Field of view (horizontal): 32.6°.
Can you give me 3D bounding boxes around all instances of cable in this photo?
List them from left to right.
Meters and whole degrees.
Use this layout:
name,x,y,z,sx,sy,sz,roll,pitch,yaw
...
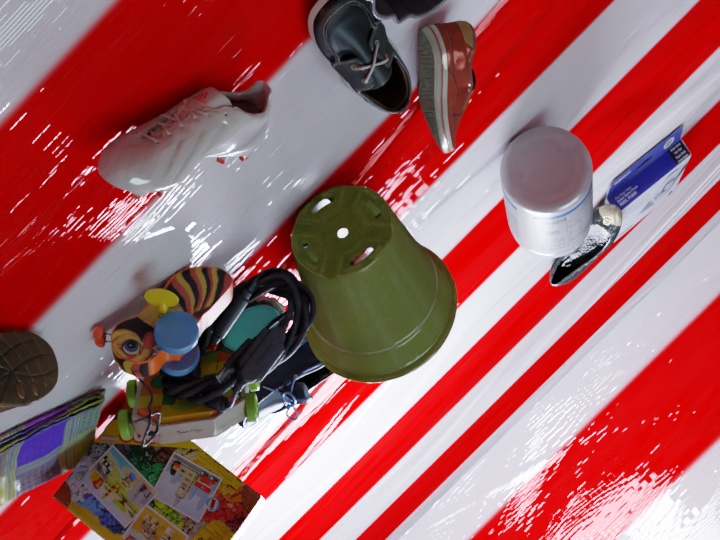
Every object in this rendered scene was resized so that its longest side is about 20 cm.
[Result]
name,x,y,z,sx,sy,sz,roll,pitch,yaw
cable,-0.135,0.075,1.370,0.051,0.162,0.201,54,53,-29

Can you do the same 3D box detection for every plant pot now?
name,x,y,z,sx,sy,sz,roll,pitch,yaw
plant pot,0.000,0.000,1.457,0.199,0.200,0.191,-40,146,-8

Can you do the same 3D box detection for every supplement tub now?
name,x,y,z,sx,sy,sz,roll,pitch,yaw
supplement tub,0.270,-0.110,1.775,0.132,0.132,0.200,-41,160,-4

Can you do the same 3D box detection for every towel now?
name,x,y,z,sx,sy,sz,roll,pitch,yaw
towel,-0.373,0.216,1.376,0.199,0.023,0.145,-26,153,-38

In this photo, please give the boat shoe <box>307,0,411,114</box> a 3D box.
name,x,y,z,sx,sy,sz,roll,pitch,yaw
boat shoe,0.006,-0.212,1.189,0.072,0.068,0.200,-41,158,0

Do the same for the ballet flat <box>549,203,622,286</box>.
name,x,y,z,sx,sy,sz,roll,pitch,yaw
ballet flat,0.415,-0.041,2.254,0.201,0.066,0.057,-57,176,36

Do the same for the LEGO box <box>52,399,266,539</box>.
name,x,y,z,sx,sy,sz,roll,pitch,yaw
LEGO box,-0.232,0.269,1.441,0.150,0.199,0.077,-53,169,-13

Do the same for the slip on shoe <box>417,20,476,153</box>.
name,x,y,z,sx,sy,sz,roll,pitch,yaw
slip on shoe,0.100,-0.200,1.366,0.060,0.075,0.201,-19,149,-8

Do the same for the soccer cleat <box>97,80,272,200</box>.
name,x,y,z,sx,sy,sz,roll,pitch,yaw
soccer cleat,-0.152,-0.122,1.081,0.199,0.069,0.078,-29,151,-51

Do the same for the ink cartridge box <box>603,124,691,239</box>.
name,x,y,z,sx,sy,sz,roll,pitch,yaw
ink cartridge box,0.527,-0.152,2.291,0.199,0.041,0.201,-38,158,-14

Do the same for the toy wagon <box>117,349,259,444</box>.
name,x,y,z,sx,sy,sz,roll,pitch,yaw
toy wagon,-0.192,0.133,1.404,0.152,0.201,0.040,-7,114,0

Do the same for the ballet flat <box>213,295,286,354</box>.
name,x,y,z,sx,sy,sz,roll,pitch,yaw
ballet flat,-0.144,0.088,1.512,0.201,0.075,0.064,-54,-172,36

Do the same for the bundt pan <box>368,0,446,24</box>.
name,x,y,z,sx,sy,sz,roll,pitch,yaw
bundt pan,0.057,-0.317,1.062,0.201,0.076,0.203,-37,158,-18

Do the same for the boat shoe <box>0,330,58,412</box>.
name,x,y,z,sx,sy,sz,roll,pitch,yaw
boat shoe,-0.361,0.104,1.138,0.067,0.073,0.199,-15,-178,27

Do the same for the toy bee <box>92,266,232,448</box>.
name,x,y,z,sx,sy,sz,roll,pitch,yaw
toy bee,-0.219,0.065,1.289,0.201,0.107,0.132,-57,169,-51

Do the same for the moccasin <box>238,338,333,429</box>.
name,x,y,z,sx,sy,sz,roll,pitch,yaw
moccasin,-0.089,0.154,1.710,0.199,0.068,0.081,-41,159,-5
